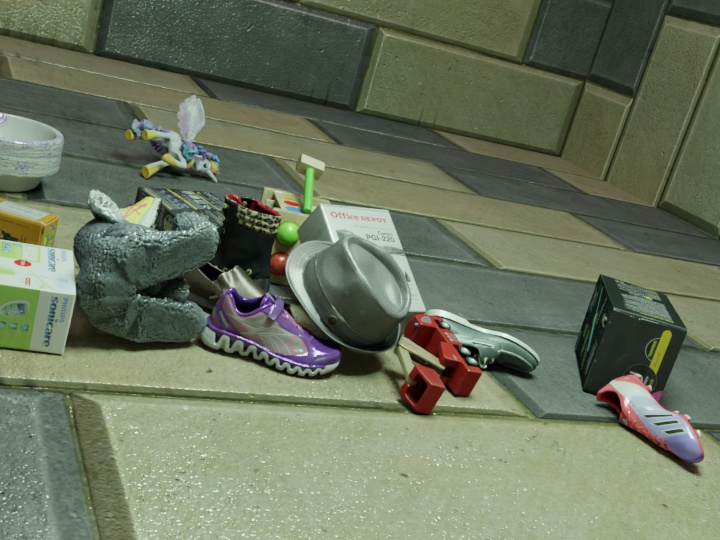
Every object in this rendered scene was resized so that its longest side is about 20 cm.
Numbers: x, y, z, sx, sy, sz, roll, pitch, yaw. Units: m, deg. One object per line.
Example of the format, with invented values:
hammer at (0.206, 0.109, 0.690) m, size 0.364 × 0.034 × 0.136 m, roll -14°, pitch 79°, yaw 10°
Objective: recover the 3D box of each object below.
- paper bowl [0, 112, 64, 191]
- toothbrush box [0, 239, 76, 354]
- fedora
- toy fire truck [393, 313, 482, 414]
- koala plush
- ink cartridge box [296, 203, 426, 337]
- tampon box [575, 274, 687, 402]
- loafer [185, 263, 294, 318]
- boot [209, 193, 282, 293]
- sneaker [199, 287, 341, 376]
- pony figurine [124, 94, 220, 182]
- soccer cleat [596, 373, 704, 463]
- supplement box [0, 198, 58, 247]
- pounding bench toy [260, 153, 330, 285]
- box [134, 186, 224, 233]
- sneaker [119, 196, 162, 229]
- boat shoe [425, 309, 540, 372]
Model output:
paper bowl at (-0.634, -0.208, 1.668) m, size 0.199 × 0.105 × 0.201 m, roll 15°, pitch 18°, yaw -5°
toothbrush box at (-0.459, 0.023, 1.157) m, size 0.199 × 0.087 × 0.146 m, roll 11°, pitch 18°, yaw -22°
fedora at (-0.002, 0.019, 1.338) m, size 0.200 × 0.090 × 0.177 m, roll 53°, pitch 37°, yaw 5°
toy fire truck at (0.098, 0.129, 1.364) m, size 0.140 × 0.049 × 0.200 m, roll 14°, pitch 26°, yaw -33°
koala plush at (-0.318, -0.014, 1.253) m, size 0.183 × 0.178 × 0.200 m, roll -4°, pitch 27°, yaw -40°
ink cartridge box at (0.000, 0.000, 1.495) m, size 0.145 × 0.085 × 0.201 m, roll 3°, pitch 54°, yaw -37°
tampon box at (0.449, 0.117, 1.590) m, size 0.125 × 0.151 × 0.200 m, roll 17°, pitch 18°, yaw 3°
loafer at (-0.189, 0.031, 1.400) m, size 0.199 × 0.071 × 0.073 m, roll 20°, pitch 18°, yaw 9°
boot at (-0.216, -0.046, 1.477) m, size 0.199 × 0.152 × 0.073 m, roll 24°, pitch 19°, yaw 21°
sneaker at (-0.117, 0.079, 1.292) m, size 0.199 × 0.089 × 0.081 m, roll 17°, pitch 15°, yaw -6°
pony figurine at (-0.407, -0.275, 2.055) m, size 0.199 × 0.166 × 0.194 m, roll -1°, pitch 56°, yaw -52°
soccer cleat at (0.433, 0.227, 1.412) m, size 0.076 × 0.067 × 0.200 m, roll -21°, pitch 34°, yaw -10°
supplement box at (-0.554, -0.072, 1.393) m, size 0.199 × 0.067 × 0.069 m, roll 18°, pitch 14°, yaw 1°
pounding bench toy at (-0.104, -0.087, 1.622) m, size 0.123 × 0.201 × 0.156 m, roll 12°, pitch 17°, yaw -16°
box at (-0.298, -0.096, 1.730) m, size 0.161 × 0.049 × 0.200 m, roll 2°, pitch 23°, yaw -43°
sneaker at (-0.381, -0.079, 1.553) m, size 0.090 × 0.079 × 0.200 m, roll 12°, pitch 18°, yaw -6°
boat shoe at (0.188, 0.128, 1.504) m, size 0.199 × 0.073 × 0.062 m, roll 23°, pitch 60°, yaw -2°
